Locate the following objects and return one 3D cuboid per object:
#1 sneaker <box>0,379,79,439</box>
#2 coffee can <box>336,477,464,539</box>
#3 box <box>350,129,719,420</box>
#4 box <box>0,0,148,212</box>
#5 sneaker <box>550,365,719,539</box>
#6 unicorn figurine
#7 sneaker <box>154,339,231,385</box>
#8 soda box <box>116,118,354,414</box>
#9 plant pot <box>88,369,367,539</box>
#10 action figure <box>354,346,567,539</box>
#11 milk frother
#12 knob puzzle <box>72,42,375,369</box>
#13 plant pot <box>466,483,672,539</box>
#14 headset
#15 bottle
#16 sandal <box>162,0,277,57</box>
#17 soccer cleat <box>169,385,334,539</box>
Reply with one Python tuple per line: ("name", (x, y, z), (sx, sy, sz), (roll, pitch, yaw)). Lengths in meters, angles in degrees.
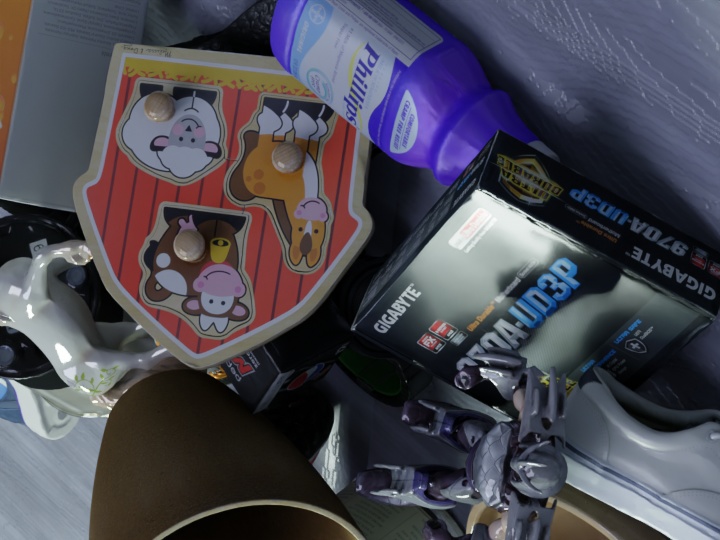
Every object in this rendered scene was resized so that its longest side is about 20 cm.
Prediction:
("sneaker", (-0.301, 0.039, 2.056), (0.146, 0.080, 0.201), (28, 143, 31))
("coffee can", (-0.028, 0.252, 1.768), (0.146, 0.199, 0.147), (33, 140, 32))
("box", (0.103, 0.015, 1.484), (0.158, 0.046, 0.200), (29, 147, -8))
("box", (-0.222, -0.147, 1.701), (0.124, 0.097, 0.202), (11, 92, 47))
("sneaker", (0.203, 0.121, 1.454), (0.199, 0.073, 0.071), (24, 109, 4))
("unicorn figurine", (-0.203, 0.019, 1.690), (0.137, 0.074, 0.201), (-30, 100, 24))
("sneaker", (-0.095, 0.042, 1.761), (0.077, 0.078, 0.200), (53, 165, 19))
("soda box", (-0.089, -0.013, 1.635), (0.201, 0.063, 0.071), (56, 149, 13))
("plant pot", (-0.103, 0.160, 1.638), (0.200, 0.185, 0.188), (-118, 19, -51))
("action figure", (0.068, 0.114, 1.475), (0.069, 0.131, 0.200), (22, 171, -18))
("milk frother", (-0.179, 0.004, 1.837), (0.188, 0.198, 0.182), (46, -137, -75))
("knob puzzle", (-0.089, -0.039, 1.578), (0.220, 0.219, 0.030), (48, -178, 13))
("plant pot", (0.167, 0.191, 1.555), (0.200, 0.093, 0.202), (35, 147, 27))
("headset", (0.000, 0.000, 1.662), (0.123, 0.094, 0.201), (35, 155, 40))
("bottle", (0.033, -0.108, 1.515), (0.200, 0.065, 0.084), (41, 139, 23))
("sandal", (-0.084, -0.131, 1.674), (0.200, 0.048, 0.076), (-20, 100, 44))
("soccer cleat", (-0.091, 0.164, 1.781), (0.068, 0.200, 0.073), (37, 148, 6))
